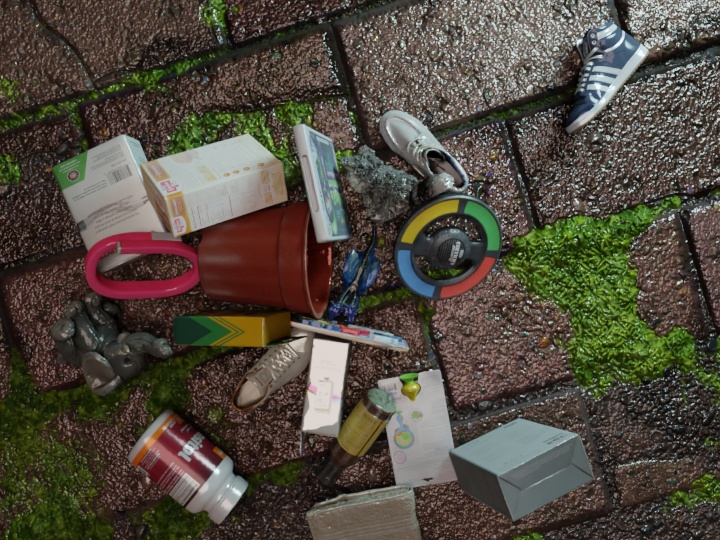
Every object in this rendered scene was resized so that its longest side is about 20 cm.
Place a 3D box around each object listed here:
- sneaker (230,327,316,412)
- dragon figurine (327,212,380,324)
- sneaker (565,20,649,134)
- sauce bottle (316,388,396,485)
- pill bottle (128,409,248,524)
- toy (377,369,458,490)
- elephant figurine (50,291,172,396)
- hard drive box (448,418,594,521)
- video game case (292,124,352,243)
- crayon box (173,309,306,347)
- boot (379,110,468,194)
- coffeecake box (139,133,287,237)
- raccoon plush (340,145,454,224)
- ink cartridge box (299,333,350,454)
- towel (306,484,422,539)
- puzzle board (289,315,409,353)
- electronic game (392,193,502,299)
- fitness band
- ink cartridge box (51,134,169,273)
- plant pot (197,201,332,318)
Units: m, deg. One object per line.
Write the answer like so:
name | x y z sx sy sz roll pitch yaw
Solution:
sneaker | -0.152 0.179 1.219 0.073 0.085 0.200 42 90 1
dragon figurine | 0.000 0.000 1.199 0.058 0.099 0.202 23 90 0
sneaker | 0.397 -0.340 1.189 0.108 0.070 0.200 42 86 -5
sauce bottle | -0.013 0.297 1.209 0.064 0.065 0.201 35 110 1
pill bottle | -0.300 0.350 1.215 0.199 0.113 0.113 39 93 -1
toy | 0.104 0.281 1.232 0.113 0.047 0.203 -10 97 4
elephant figurine | -0.432 0.146 1.197 0.199 0.155 0.142 37 70 9
hard drive box | 0.259 0.321 1.135 0.154 0.200 0.078 -21 91 -14
video game case | -0.058 -0.140 1.147 0.023 0.200 0.185 -12 92 11
crayon box | -0.203 0.098 1.177 0.197 0.127 0.052 0 92 14
boot | 0.113 -0.209 1.191 0.200 0.096 0.074 41 93 0
coffeecake box | -0.244 -0.146 1.137 0.198 0.153 0.074 -21 127 -22
raccoon plush | 0.060 -0.170 1.173 0.198 0.097 0.135 -24 96 33
ink cartridge box | -0.059 0.214 1.201 0.066 0.116 0.203 8 93 2
towel | 0.008 0.460 1.232 0.197 0.035 0.134 -11 111 2
puzzle board | -0.016 0.104 1.178 0.197 0.151 0.018 13 91 2
electronic game | 0.151 -0.038 1.184 0.197 0.042 0.203 -7 120 -12
fitness band | -0.369 -0.005 1.182 0.197 0.144 0.038 -1 49 -25
ink cartridge box | -0.429 -0.115 1.217 0.145 0.083 0.202 -23 91 3
plant pot | -0.161 -0.022 1.168 0.192 0.201 0.204 1 92 10
